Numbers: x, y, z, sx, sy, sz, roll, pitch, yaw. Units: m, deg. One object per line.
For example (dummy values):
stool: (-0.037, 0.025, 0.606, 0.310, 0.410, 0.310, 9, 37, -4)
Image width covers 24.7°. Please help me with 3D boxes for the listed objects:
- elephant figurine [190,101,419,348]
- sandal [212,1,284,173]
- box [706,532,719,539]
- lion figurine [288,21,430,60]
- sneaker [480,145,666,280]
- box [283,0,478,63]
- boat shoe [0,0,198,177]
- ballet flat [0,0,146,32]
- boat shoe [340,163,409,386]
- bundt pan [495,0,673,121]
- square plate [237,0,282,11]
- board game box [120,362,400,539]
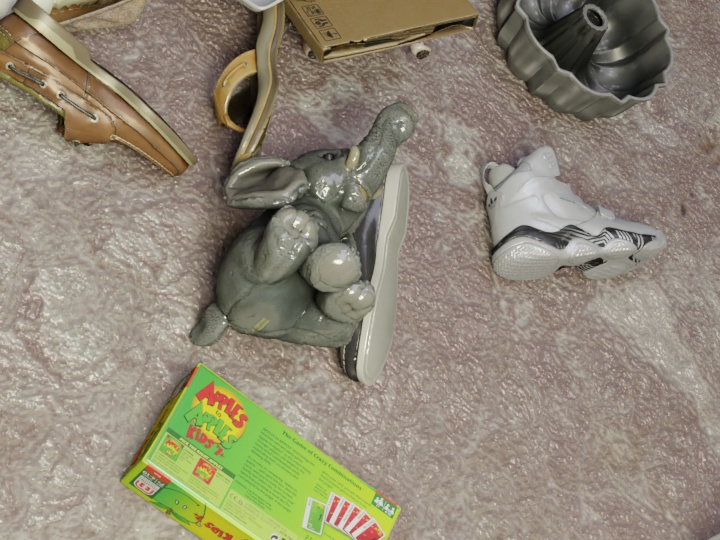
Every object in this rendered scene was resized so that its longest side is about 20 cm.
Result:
elephant figurine: (-0.043, -0.041, 1.350, 0.153, 0.142, 0.201, 12, 46, -8)
sandal: (-0.101, -0.161, 1.435, 0.053, 0.081, 0.202, 11, 54, -8)
box: (0.341, 0.318, 1.348, 0.130, 0.199, 0.201, 33, 50, -12)
lion figurine: (0.012, -0.263, 1.569, 0.198, 0.073, 0.123, 3, 51, -26)
sneaker: (0.201, -0.056, 1.563, 0.198, 0.075, 0.116, -3, 67, -30)
box: (-0.005, -0.273, 1.523, 0.162, 0.021, 0.201, -15, 49, -22)
boat shoe: (-0.223, -0.136, 1.348, 0.200, 0.072, 0.068, 42, 87, -21)
ballet flat: (-0.259, -0.230, 1.374, 0.199, 0.067, 0.068, -24, 77, -40)
boat shoe: (0.000, 0.000, 1.409, 0.060, 0.074, 0.202, 3, 72, 15)
bundt pan: (0.220, -0.239, 1.684, 0.200, 0.076, 0.204, 17, 55, -25)
square plate: (-0.095, -0.315, 1.511, 0.199, 0.029, 0.198, 37, 49, 24)
board game box: (-0.074, 0.174, 1.266, 0.199, 0.048, 0.102, 37, 49, -10)
